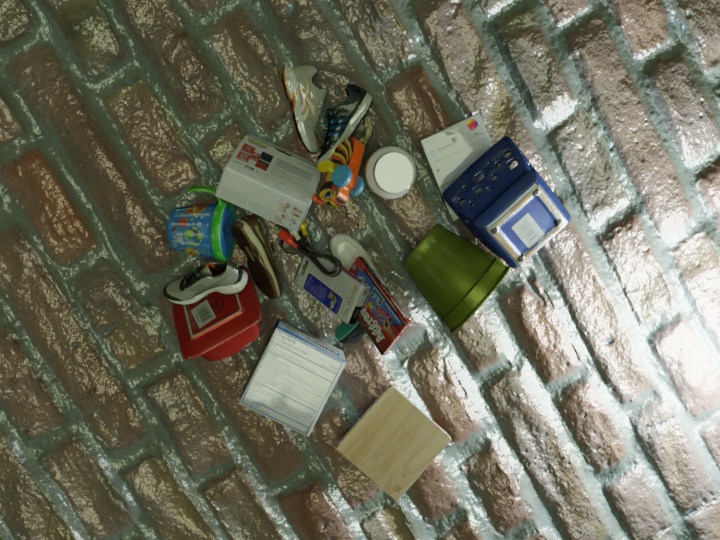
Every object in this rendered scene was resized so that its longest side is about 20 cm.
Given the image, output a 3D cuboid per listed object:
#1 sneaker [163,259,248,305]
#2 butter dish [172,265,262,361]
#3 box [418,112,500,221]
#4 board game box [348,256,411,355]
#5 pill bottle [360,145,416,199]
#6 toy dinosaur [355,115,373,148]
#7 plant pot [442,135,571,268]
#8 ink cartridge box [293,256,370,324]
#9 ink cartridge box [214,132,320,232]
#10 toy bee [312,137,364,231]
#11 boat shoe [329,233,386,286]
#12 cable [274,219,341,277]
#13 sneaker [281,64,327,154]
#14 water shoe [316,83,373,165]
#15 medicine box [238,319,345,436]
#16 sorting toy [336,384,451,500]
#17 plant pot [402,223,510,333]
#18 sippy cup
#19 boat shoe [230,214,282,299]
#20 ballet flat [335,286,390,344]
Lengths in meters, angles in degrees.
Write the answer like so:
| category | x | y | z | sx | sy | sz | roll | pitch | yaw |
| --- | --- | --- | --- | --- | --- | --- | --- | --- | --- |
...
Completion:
| category | x | y | z | sx | sy | sz | roll | pitch | yaw |
| --- | --- | --- | --- | --- | --- | --- | --- | --- | --- |
| sneaker | -0.348 | 0.018 | 1.606 | 0.197 | 0.075 | 0.080 | -14 | 137 | 15 |
| butter dish | -0.303 | 0.123 | 1.650 | 0.198 | 0.201 | 0.149 | -28 | 134 | -2 |
| box | 0.242 | -0.239 | 1.699 | 0.154 | 0.041 | 0.202 | -25 | 100 | -2 |
| board game box | 0.025 | 0.077 | 1.609 | 0.201 | 0.019 | 0.103 | 53 | 124 | 29 |
| pill bottle | 0.062 | -0.215 | 1.606 | 0.111 | 0.200 | 0.114 | -1 | 98 | -5 |
| toy dinosaur | -0.020 | -0.259 | 1.650 | 0.047 | 0.088 | 0.201 | 33 | 93 | 2 |
| plant pot | 0.330 | -0.137 | 1.607 | 0.200 | 0.180 | 0.200 | -42 | 125 | 9 |
| ink cartridge box | -0.068 | 0.031 | 1.657 | 0.199 | 0.037 | 0.096 | 34 | 109 | 35 |
| ink cartridge box | -0.198 | -0.200 | 1.630 | 0.198 | 0.177 | 0.084 | 24 | 127 | -7 |
| toy bee | -0.054 | -0.184 | 1.557 | 0.107 | 0.202 | 0.131 | -6 | 137 | 32 |
| boat shoe | 0.000 | 0.000 | 1.694 | 0.070 | 0.070 | 0.201 | -34 | 99 | 0 |
| cable | -0.127 | -0.049 | 1.648 | 0.097 | 0.050 | 0.201 | -44 | 61 | 10 |
| sneaker | -0.111 | -0.365 | 1.639 | 0.091 | 0.076 | 0.203 | -15 | 99 | -7 |
| water shoe | -0.053 | -0.327 | 1.652 | 0.078 | 0.071 | 0.201 | 35 | 86 | -4 |
| medicine box | -0.157 | 0.248 | 1.696 | 0.180 | 0.103 | 0.202 | 27 | 94 | -8 |
| sorting toy | 0.077 | 0.404 | 1.753 | 0.198 | 0.070 | 0.200 | 41 | 93 | -8 |
| plant pot | 0.204 | 0.002 | 1.664 | 0.193 | 0.200 | 0.201 | 43 | 92 | 4 |
| sippy cup | -0.356 | -0.089 | 1.630 | 0.128 | 0.140 | 0.181 | 2 | 77 | 6 |
| boat shoe | -0.218 | -0.035 | 1.671 | 0.075 | 0.074 | 0.204 | -41 | 121 | -36 |
| ballet flat | 0.022 | 0.107 | 1.681 | 0.073 | 0.073 | 0.200 | 40 | 125 | -8 |
